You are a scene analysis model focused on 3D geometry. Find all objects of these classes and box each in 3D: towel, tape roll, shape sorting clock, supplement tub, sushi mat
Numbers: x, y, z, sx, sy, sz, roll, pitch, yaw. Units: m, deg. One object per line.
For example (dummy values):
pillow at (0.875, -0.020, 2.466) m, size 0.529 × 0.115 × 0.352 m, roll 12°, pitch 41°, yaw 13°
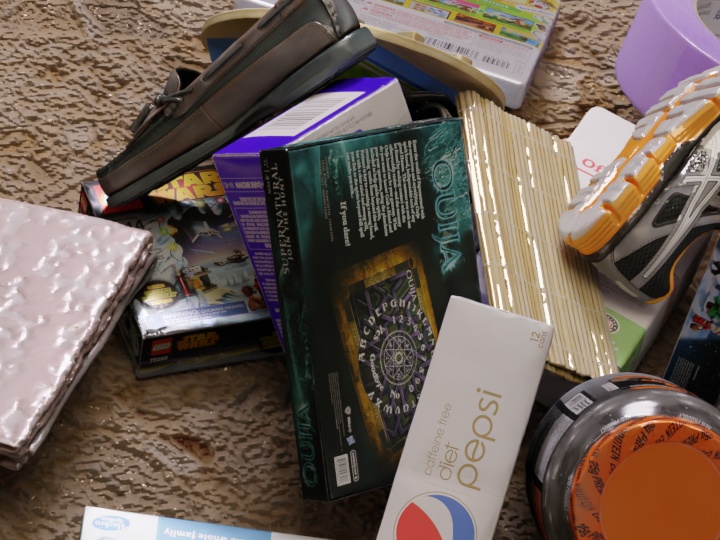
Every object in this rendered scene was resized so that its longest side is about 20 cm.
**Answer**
towel at (-0.241, 0.030, 1.729) m, size 0.190 × 0.032 × 0.200 m, roll 11°, pitch 43°, yaw 19°
tape roll at (0.273, -0.127, 1.958) m, size 0.199 × 0.066 × 0.200 m, roll 17°, pitch 28°, yaw -10°
shape sorting clock at (-0.004, -0.129, 1.864) m, size 0.199 × 0.200 × 0.040 m, roll 11°, pitch 76°, yaw -2°
supplement tub at (0.156, 0.122, 1.625) m, size 0.122 × 0.123 × 0.200 m, roll 11°, pitch 2°, yaw -1°
sushi mat at (0.107, -0.018, 1.770) m, size 0.095 × 0.012 × 0.201 m, roll 24°, pitch 41°, yaw -32°

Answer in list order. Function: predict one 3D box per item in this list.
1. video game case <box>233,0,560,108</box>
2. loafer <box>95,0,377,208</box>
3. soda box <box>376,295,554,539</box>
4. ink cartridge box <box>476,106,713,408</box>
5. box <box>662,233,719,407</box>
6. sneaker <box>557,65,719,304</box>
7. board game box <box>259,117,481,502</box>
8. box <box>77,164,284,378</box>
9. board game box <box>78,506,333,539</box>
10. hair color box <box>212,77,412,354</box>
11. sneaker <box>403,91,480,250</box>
video game case at (0.028, -0.175, 1.984) m, size 0.199 × 0.023 × 0.182 m, roll 17°, pitch 25°, yaw 5°
loafer at (-0.083, -0.110, 1.774) m, size 0.063 × 0.199 × 0.072 m, roll 59°, pitch 20°, yaw -2°
soda box at (0.050, 0.121, 1.636) m, size 0.063 × 0.068 × 0.201 m, roll 16°, pitch 80°, yaw 4°
ink cartridge box at (0.147, -0.005, 1.850) m, size 0.117 × 0.068 × 0.200 m, roll 28°, pitch 47°, yaw 12°
box at (0.236, -0.007, 1.778) m, size 0.038 × 0.201 × 0.137 m, roll 25°, pitch 46°, yaw 9°
sneaker at (0.204, -0.061, 1.807) m, size 0.200 × 0.078 × 0.077 m, roll -45°, pitch 104°, yaw -23°
board game box at (0.013, 0.020, 1.678) m, size 0.135 × 0.201 × 0.028 m, roll -12°, pitch 9°, yaw -39°
box at (-0.063, -0.009, 1.828) m, size 0.199 × 0.040 × 0.137 m, roll -9°, pitch 48°, yaw -20°
board game box at (-0.088, 0.227, 1.586) m, size 0.150 × 0.047 × 0.201 m, roll 8°, pitch 45°, yaw -5°
hair color box at (0.000, 0.000, 1.727) m, size 0.109 × 0.201 × 0.065 m, roll -33°, pitch 23°, yaw -36°
sneaker at (0.053, -0.067, 1.840) m, size 0.199 × 0.080 × 0.074 m, roll 6°, pitch 41°, yaw -52°
